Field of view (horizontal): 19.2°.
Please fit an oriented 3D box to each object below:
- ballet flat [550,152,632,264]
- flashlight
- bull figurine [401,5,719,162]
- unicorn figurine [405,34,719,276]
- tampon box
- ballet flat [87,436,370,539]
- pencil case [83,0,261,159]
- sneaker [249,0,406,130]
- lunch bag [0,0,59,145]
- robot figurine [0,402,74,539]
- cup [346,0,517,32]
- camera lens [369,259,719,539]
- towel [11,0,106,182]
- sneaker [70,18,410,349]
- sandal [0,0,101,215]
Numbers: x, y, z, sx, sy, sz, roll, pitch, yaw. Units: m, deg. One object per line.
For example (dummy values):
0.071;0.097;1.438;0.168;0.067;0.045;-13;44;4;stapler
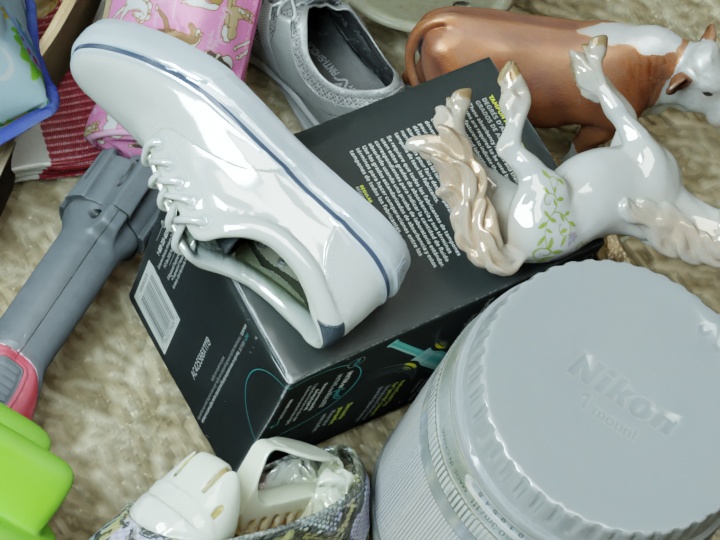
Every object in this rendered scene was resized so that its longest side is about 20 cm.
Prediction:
0.140;0.005;1.234;0.065;0.070;0.200;-22;85;-35;ballet flat
-0.172;0.026;1.130;0.068;0.068;0.200;14;56;25;flashlight
0.118;-0.106;1.248;0.199;0.122;0.065;11;49;-9;bull figurine
0.128;-0.050;1.091;0.200;0.074;0.138;-22;82;-11;unicorn figurine
0.000;0.000;1.147;0.200;0.150;0.126;-23;72;-25;tampon box
-0.067;0.120;1.068;0.200;0.072;0.072;-8;63;-49;ballet flat
-0.096;-0.150;1.191;0.083;0.086;0.201;25;71;-48;pencil case
-0.037;-0.154;1.254;0.200;0.082;0.075;45;61;9;sneaker
-0.281;-0.110;1.065;0.200;0.170;0.128;-28;44;9;lunch bag
-0.222;0.151;1.000;0.116;0.175;0.200;35;91;-31;robot figurine
0.045;-0.225;1.256;0.200;0.200;0.144;11;67;-11;cup
0.100;0.102;1.094;0.159;0.200;0.160;7;62;-13;camera lens
-0.223;-0.111;1.214;0.199;0.023;0.144;-10;67;-21;towel
-0.069;-0.043;1.022;0.200;0.073;0.071;38;60;7;sneaker
-0.202;-0.113;1.166;0.069;0.078;0.212;21;64;-1;sandal
